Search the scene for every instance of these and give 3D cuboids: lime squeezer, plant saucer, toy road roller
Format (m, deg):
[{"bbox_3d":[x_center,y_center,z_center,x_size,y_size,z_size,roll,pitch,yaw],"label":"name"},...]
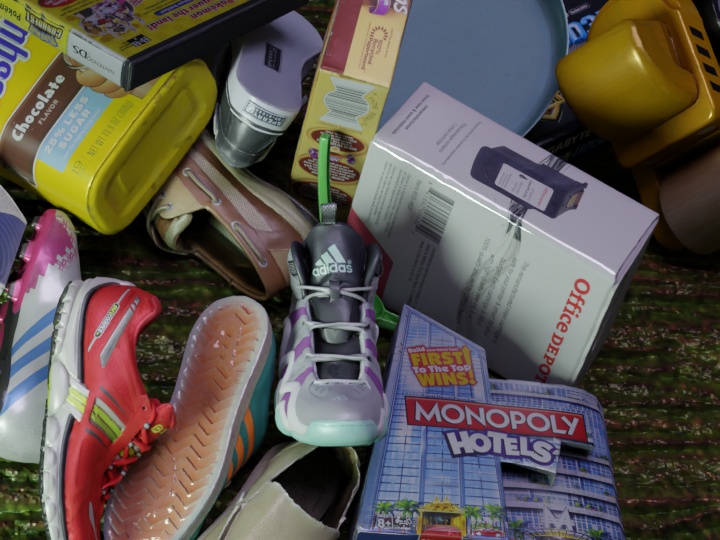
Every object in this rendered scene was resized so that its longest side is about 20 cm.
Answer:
[{"bbox_3d":[0.000,0.000,1.686,0.200,0.070,0.038,57,45,-15],"label":"lime squeezer"},{"bbox_3d":[0.067,-0.165,1.839,0.199,0.027,0.201,-6,71,17],"label":"plant saucer"},{"bbox_3d":[0.231,-0.117,1.784,0.146,0.123,0.201,-3,70,-46],"label":"toy road roller"}]

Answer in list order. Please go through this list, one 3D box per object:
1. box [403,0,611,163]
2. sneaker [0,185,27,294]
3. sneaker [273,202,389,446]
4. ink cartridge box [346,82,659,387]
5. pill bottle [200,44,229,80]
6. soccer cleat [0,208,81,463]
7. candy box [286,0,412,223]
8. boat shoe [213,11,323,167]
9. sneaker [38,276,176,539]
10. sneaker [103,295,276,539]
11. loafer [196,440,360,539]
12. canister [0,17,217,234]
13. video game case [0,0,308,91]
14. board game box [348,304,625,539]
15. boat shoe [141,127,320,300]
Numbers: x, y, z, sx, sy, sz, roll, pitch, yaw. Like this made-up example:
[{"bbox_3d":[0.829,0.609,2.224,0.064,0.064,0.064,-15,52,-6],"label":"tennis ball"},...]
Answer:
[{"bbox_3d":[0.148,-0.163,1.911,0.199,0.046,0.159,-25,59,-33],"label":"box"},{"bbox_3d":[-0.334,-0.039,1.627,0.199,0.115,0.081,31,48,-15],"label":"sneaker"},{"bbox_3d":[-0.020,0.026,1.579,0.077,0.141,0.200,0,19,-9],"label":"sneaker"},{"bbox_3d":[0.094,-0.017,1.694,0.199,0.145,0.084,30,47,12],"label":"ink cartridge box"},{"bbox_3d":[-0.185,-0.219,1.820,0.199,0.112,0.112,25,46,7],"label":"pill bottle"},{"bbox_3d":[-0.206,0.050,1.608,0.086,0.070,0.201,19,50,-14],"label":"soccer cleat"},{"bbox_3d":[-0.008,-0.130,1.716,0.056,0.200,0.117,14,60,-1],"label":"candy box"},{"bbox_3d":[-0.073,-0.136,1.745,0.073,0.068,0.200,25,27,-15],"label":"boat shoe"},{"bbox_3d":[-0.159,0.103,1.502,0.084,0.077,0.201,5,80,-6],"label":"sneaker"},{"bbox_3d":[-0.102,0.120,1.568,0.071,0.080,0.201,16,66,23],"label":"sneaker"},{"bbox_3d":[-0.058,0.173,1.517,0.076,0.068,0.200,39,44,-12],"label":"loafer"},{"bbox_3d":[-0.219,-0.127,1.694,0.199,0.087,0.149,28,73,27],"label":"canister"},{"bbox_3d":[-0.165,-0.206,1.687,0.180,0.026,0.200,30,39,25],"label":"video game case"},{"bbox_3d":[0.081,0.120,1.624,0.199,0.062,0.201,5,48,-12],"label":"board game box"},{"bbox_3d":[-0.120,-0.050,1.712,0.199,0.076,0.074,33,52,16],"label":"boat shoe"}]
